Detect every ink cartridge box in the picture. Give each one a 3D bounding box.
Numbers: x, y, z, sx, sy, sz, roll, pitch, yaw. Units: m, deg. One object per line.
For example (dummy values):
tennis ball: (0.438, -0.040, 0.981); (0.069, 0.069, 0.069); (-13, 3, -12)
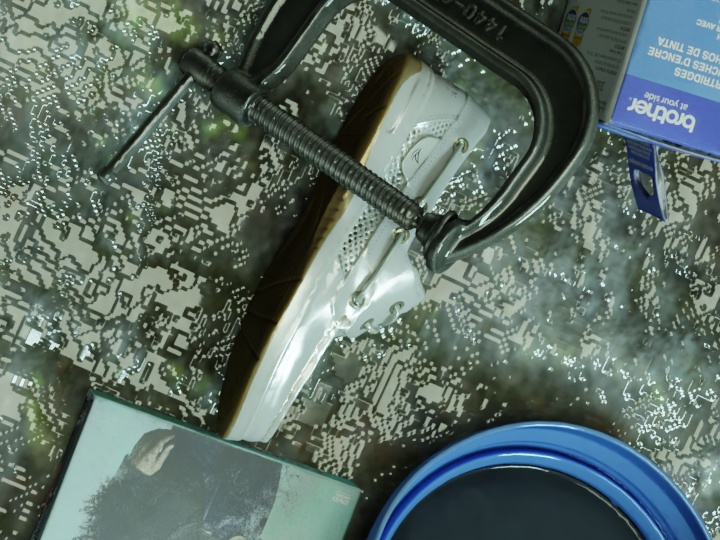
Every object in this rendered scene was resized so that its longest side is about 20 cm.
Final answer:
ink cartridge box: (0.148, -0.127, 1.352); (0.076, 0.136, 0.201); (18, 95, -11)

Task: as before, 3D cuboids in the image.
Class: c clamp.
c clamp: (0.003, -0.067, 1.327); (0.200, 0.027, 0.171); (30, 83, 23)

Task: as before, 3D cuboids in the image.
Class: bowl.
bowl: (0.085, 0.175, 1.404); (0.200, 0.039, 0.202); (5, 75, -21)

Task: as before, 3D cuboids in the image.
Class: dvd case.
dvd case: (-0.100, 0.173, 1.397); (0.146, 0.022, 0.201); (21, 94, -18)

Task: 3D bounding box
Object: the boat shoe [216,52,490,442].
boat shoe: (0.000, 0.000, 1.368); (0.069, 0.071, 0.201); (29, 90, -16)
